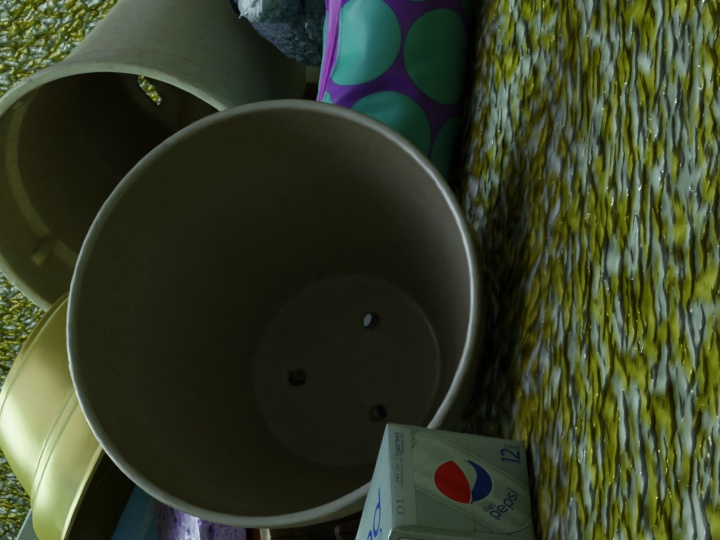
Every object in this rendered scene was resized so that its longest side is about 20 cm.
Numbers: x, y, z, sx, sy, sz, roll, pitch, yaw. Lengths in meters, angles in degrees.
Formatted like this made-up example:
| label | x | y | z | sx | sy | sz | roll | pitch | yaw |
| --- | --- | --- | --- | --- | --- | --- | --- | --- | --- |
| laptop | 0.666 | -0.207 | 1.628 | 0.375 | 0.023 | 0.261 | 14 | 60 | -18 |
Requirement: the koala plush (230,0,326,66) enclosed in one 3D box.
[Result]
| label | x | y | z | sx | sy | sz | roll | pitch | yaw |
| --- | --- | --- | --- | --- | --- | --- | --- | --- | --- |
| koala plush | -0.025 | -0.208 | 1.360 | 0.183 | 0.177 | 0.201 | -22 | 55 | 30 |

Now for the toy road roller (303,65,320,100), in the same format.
| label | x | y | z | sx | sy | sz | roll | pitch | yaw |
| --- | --- | --- | --- | --- | --- | --- | --- | --- | --- |
| toy road roller | -0.048 | -0.090 | 1.583 | 0.146 | 0.122 | 0.201 | 32 | -113 | -83 |

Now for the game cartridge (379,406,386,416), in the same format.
| label | x | y | z | sx | sy | sz | roll | pitch | yaw |
| --- | --- | --- | --- | --- | --- | --- | --- | --- | --- |
| game cartridge | 0.005 | 0.131 | 1.283 | 0.200 | 0.038 | 0.130 | -132 | 46 | -80 |

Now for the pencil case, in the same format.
| label | x | y | z | sx | sy | sz | roll | pitch | yaw |
| --- | --- | --- | --- | --- | --- | --- | --- | --- | --- |
| pencil case | 0.009 | -0.099 | 1.245 | 0.085 | 0.092 | 0.201 | 158 | 122 | -68 |

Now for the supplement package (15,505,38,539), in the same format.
| label | x | y | z | sx | sy | sz | roll | pitch | yaw |
| --- | --- | --- | --- | --- | --- | --- | --- | --- | --- |
| supplement package | -0.143 | 0.238 | 1.546 | 0.117 | 0.199 | 0.117 | 109 | -177 | -55 |

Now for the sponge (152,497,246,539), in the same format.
| label | x | y | z | sx | sy | sz | roll | pitch | yaw |
| --- | --- | --- | --- | --- | --- | --- | --- | --- | --- |
| sponge | -0.082 | 0.187 | 1.221 | 0.112 | 0.030 | 0.201 | 173 | 93 | -72 |

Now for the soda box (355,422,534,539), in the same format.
| label | x | y | z | sx | sy | sz | roll | pitch | yaw |
| --- | --- | --- | --- | --- | --- | --- | --- | --- | --- |
| soda box | 0.022 | 0.164 | 1.012 | 0.068 | 0.063 | 0.201 | -92 | 12 | -52 |

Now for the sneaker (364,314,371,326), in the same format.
| label | x | y | z | sx | sy | sz | roll | pitch | yaw |
| --- | --- | --- | --- | --- | --- | --- | --- | --- | --- |
| sneaker | 0.000 | 0.000 | 1.345 | 0.200 | 0.070 | 0.100 | -97 | 6 | -52 |

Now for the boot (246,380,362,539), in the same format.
| label | x | y | z | sx | sy | sz | roll | pitch | yaw |
| --- | --- | --- | --- | --- | --- | --- | --- | --- | --- |
| boot | -0.037 | 0.124 | 1.224 | 0.107 | 0.075 | 0.201 | 109 | 159 | -52 |

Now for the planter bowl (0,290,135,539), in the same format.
| label | x | y | z | sx | sy | sz | roll | pitch | yaw |
| --- | --- | --- | --- | --- | --- | --- | --- | --- | --- |
| planter bowl | -0.147 | 0.068 | 1.299 | 0.201 | 0.083 | 0.200 | -58 | -8 | -14 |

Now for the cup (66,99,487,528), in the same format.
| label | x | y | z | sx | sy | sz | roll | pitch | yaw |
| --- | --- | --- | --- | --- | --- | --- | --- | --- | --- |
| cup | -0.024 | 0.034 | 1.118 | 0.143 | 0.199 | 0.201 | 43 | -129 | -69 |

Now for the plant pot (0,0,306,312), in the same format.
| label | x | y | z | sx | sy | sz | roll | pitch | yaw |
| --- | --- | --- | --- | --- | --- | --- | --- | --- | --- |
| plant pot | -0.115 | -0.085 | 1.407 | 0.184 | 0.200 | 0.201 | -72 | -4 | -53 |

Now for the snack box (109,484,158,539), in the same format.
| label | x | y | z | sx | sy | sz | roll | pitch | yaw |
| --- | --- | --- | --- | --- | --- | --- | --- | --- | --- |
| snack box | -0.078 | 0.126 | 1.381 | 0.169 | 0.067 | 0.200 | -64 | -9 | 10 |
